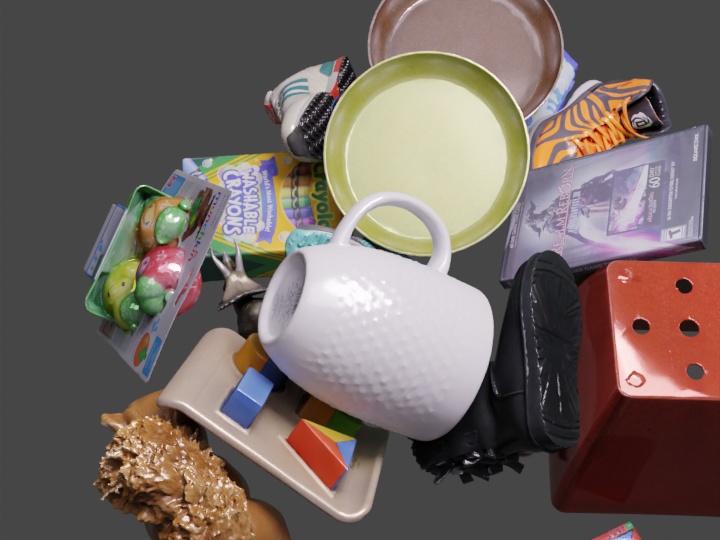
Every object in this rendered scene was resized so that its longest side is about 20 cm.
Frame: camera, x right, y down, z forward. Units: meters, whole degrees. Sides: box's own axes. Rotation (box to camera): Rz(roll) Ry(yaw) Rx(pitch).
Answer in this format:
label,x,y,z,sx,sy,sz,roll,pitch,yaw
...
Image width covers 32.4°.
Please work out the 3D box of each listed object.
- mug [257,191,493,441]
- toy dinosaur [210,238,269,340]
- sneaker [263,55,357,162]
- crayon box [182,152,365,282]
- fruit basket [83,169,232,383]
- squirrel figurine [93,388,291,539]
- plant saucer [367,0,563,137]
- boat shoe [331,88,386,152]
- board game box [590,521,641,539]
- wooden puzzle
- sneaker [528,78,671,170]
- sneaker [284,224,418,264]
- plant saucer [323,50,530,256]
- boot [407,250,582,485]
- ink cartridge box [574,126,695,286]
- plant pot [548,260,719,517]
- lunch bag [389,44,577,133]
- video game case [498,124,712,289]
label,x,y,z,sx,sy,sz,roll,pitch,yaw
mug,0.014,0.030,1.095,0.174,0.147,0.202,23,84,-24
toy dinosaur,-0.067,0.061,1.189,0.199,0.103,0.077,26,62,16
sneaker,-0.064,-0.164,1.323,0.093,0.071,0.200,-12,27,22
crayon box,-0.086,-0.060,1.294,0.198,0.052,0.127,-4,58,-3
fruit basket,-0.193,-0.005,1.160,0.093,0.200,0.187,25,90,-21
squirrel figurine,-0.149,0.179,1.058,0.140,0.200,0.188,-21,69,-7
plant saucer,0.106,-0.222,1.263,0.198,0.032,0.202,0,71,-1
boat shoe,0.055,-0.114,1.271,0.200,0.069,0.084,43,78,-8
board game box,0.178,0.308,1.086,0.199,0.020,0.103,-23,62,-14
wooden puzzle,-0.065,0.122,1.094,0.199,0.047,0.185,31,18,-2
sneaker,0.253,-0.147,1.298,0.111,0.078,0.200,-5,37,47
sneaker,0.000,0.000,1.205,0.078,0.199,0.091,-50,38,16
plant saucer,0.064,-0.111,1.200,0.198,0.031,0.202,0,82,3
boot,0.121,0.093,1.132,0.073,0.162,0.200,21,61,-37
ink cartridge box,0.246,-0.064,1.248,0.048,0.145,0.201,38,59,-22
plant pot,0.278,0.095,1.126,0.198,0.177,0.201,1,57,1
lunch bag,0.124,-0.203,1.349,0.199,0.128,0.171,28,62,0
video game case,0.231,-0.059,1.168,0.199,0.019,0.144,-12,45,31
